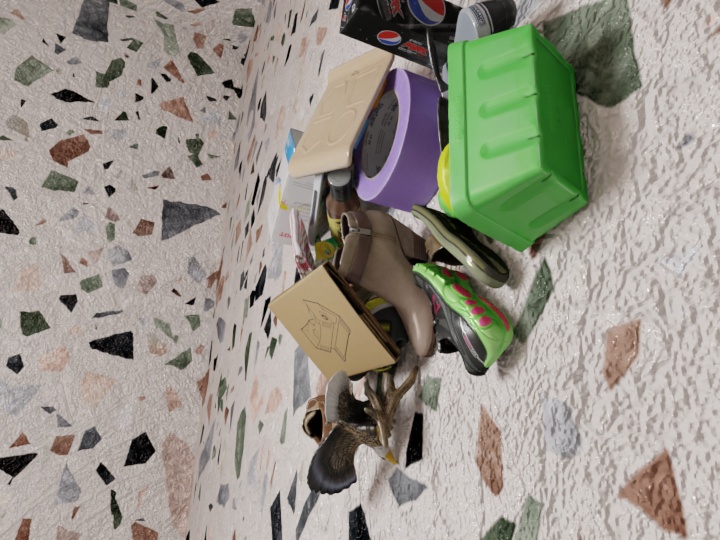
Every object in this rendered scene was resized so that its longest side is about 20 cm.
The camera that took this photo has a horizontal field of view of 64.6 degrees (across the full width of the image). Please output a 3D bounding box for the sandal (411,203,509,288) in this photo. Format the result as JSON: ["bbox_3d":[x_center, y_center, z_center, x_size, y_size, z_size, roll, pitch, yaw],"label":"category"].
[{"bbox_3d":[0.109,-0.028,0.703,0.059,0.078,0.202,-64,26,21],"label":"sandal"}]

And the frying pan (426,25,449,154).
[{"bbox_3d":[0.117,-0.207,0.753,0.115,0.030,0.197,27,-121,-70],"label":"frying pan"}]

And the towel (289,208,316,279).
[{"bbox_3d":[-0.086,0.004,1.030,0.148,0.029,0.204,-106,0,-52],"label":"towel"}]

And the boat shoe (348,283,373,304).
[{"bbox_3d":[0.000,0.000,0.880,0.201,0.067,0.073,-51,35,-10],"label":"boat shoe"}]

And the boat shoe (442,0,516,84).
[{"bbox_3d":[0.150,-0.265,0.719,0.200,0.066,0.075,84,164,-71],"label":"boat shoe"}]

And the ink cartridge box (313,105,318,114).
[{"bbox_3d":[-0.014,-0.275,1.076,0.199,0.114,0.070,12,87,69],"label":"ink cartridge box"}]

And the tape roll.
[{"bbox_3d":[0.065,-0.201,0.891,0.199,0.083,0.207,-170,90,-69],"label":"tape roll"}]

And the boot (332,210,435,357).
[{"bbox_3d":[0.031,0.012,0.793,0.070,0.142,0.206,-45,40,52],"label":"boot"}]

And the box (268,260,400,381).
[{"bbox_3d":[-0.046,0.083,0.835,0.021,0.165,0.199,-43,8,-34],"label":"box"}]

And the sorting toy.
[{"bbox_3d":[-0.030,-0.245,0.909,0.183,0.036,0.205,1,67,54],"label":"sorting toy"}]

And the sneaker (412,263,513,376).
[{"bbox_3d":[0.105,0.052,0.685,0.201,0.075,0.086,-121,49,-61],"label":"sneaker"}]

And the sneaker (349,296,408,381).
[{"bbox_3d":[0.014,0.125,0.879,0.202,0.072,0.086,113,143,-46],"label":"sneaker"}]

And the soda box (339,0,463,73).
[{"bbox_3d":[0.073,-0.333,0.775,0.070,0.194,0.066,167,113,-65],"label":"soda box"}]

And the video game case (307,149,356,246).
[{"bbox_3d":[-0.041,-0.151,1.038,0.143,0.018,0.202,-46,-17,-33],"label":"video game case"}]

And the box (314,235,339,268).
[{"bbox_3d":[-0.041,0.035,1.022,0.119,0.047,0.203,70,-177,-45],"label":"box"}]

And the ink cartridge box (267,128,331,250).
[{"bbox_3d":[-0.105,-0.165,1.207,0.146,0.143,0.205,-113,40,-60],"label":"ink cartridge box"}]

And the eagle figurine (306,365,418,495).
[{"bbox_3d":[-0.007,0.230,0.821,0.199,0.148,0.155,-39,64,51],"label":"eagle figurine"}]

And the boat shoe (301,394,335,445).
[{"bbox_3d":[-0.069,0.267,1.022,0.199,0.070,0.078,-178,99,-68],"label":"boat shoe"}]

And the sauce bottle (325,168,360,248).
[{"bbox_3d":[-0.030,-0.105,1.005,0.201,0.062,0.067,81,-172,-63],"label":"sauce bottle"}]

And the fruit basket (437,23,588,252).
[{"bbox_3d":[0.135,-0.125,0.623,0.213,0.153,0.222,-23,58,43],"label":"fruit basket"}]
